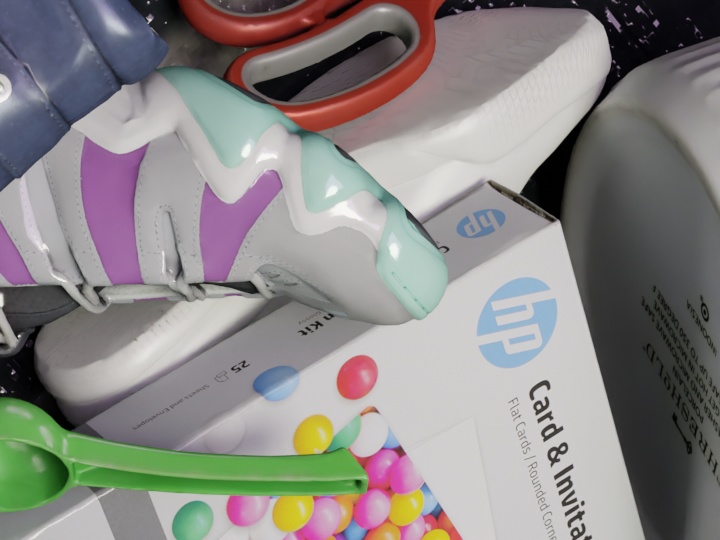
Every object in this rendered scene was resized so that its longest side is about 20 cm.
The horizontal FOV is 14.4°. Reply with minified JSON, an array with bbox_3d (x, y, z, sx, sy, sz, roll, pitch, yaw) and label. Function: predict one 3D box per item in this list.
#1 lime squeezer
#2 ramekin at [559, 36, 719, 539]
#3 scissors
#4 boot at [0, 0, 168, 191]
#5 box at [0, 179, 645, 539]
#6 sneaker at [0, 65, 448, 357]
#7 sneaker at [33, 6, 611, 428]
[{"bbox_3d":[-0.101,0.074,0.704,0.200,0.038,0.071,-27,76,-20],"label":"lime squeezer"},{"bbox_3d":[0.130,0.019,0.838,0.094,0.202,0.203,-10,95,-16],"label":"ramekin"},{"bbox_3d":[0.033,-0.095,0.861,0.200,0.014,0.073,-24,57,-29],"label":"scissors"},{"bbox_3d":[-0.136,-0.103,0.716,0.090,0.073,0.200,-36,81,-3],"label":"boot"},{"bbox_3d":[-0.015,0.090,0.804,0.200,0.041,0.156,-31,124,-20],"label":"box"},{"bbox_3d":[-0.087,0.006,0.752,0.200,0.078,0.140,26,84,15],"label":"sneaker"},{"bbox_3d":[0.000,0.000,0.841,0.200,0.075,0.089,-37,119,-16],"label":"sneaker"}]
